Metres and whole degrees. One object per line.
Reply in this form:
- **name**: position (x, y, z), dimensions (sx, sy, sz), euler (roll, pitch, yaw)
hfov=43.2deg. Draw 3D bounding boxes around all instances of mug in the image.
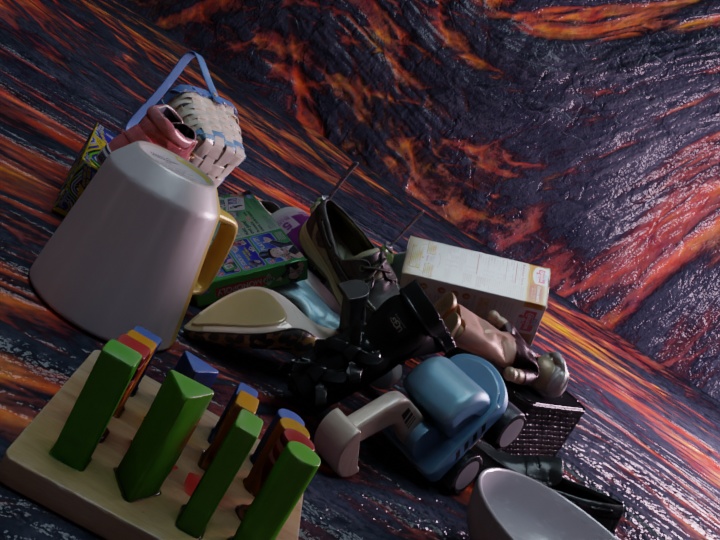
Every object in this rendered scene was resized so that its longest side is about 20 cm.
- **mug**: position (-0.204, -0.036, 0.859), dimensions (0.148, 0.155, 0.187), euler (29, 11, -5)

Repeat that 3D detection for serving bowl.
- **serving bowl**: position (0.172, 0.266, 0.811), dimensions (0.198, 0.066, 0.200), euler (30, 11, -7)

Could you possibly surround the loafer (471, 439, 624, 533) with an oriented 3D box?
- **loafer**: position (0.197, 0.232, 1.003), dimensions (0.199, 0.071, 0.068), euler (32, 11, -2)

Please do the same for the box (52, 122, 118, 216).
- **box**: position (-0.314, -0.115, 1.096), dimensions (0.064, 0.071, 0.200), euler (32, 11, -21)

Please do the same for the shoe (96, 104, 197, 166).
- **shoe**: position (-0.216, -0.124, 1.042), dimensions (0.072, 0.091, 0.200), euler (50, 5, 14)

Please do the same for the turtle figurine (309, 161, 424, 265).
- **turtle figurine**: position (-0.021, -0.052, 1.307), dimensions (0.142, 0.204, 0.192), euler (0, 7, -42)

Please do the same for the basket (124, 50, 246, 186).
- **basket**: position (-0.266, -0.200, 1.336), dimensions (0.138, 0.176, 0.202), euler (13, 40, -54)

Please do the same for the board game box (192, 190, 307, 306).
- **board game box**: position (-0.161, -0.032, 1.089), dimensions (0.132, 0.030, 0.200), euler (-15, 34, -20)

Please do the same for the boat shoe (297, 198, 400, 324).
- **boat shoe**: position (0.000, -0.001, 1.060), dimensions (0.071, 0.066, 0.201), euler (-19, 59, -39)

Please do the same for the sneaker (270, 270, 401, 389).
- **sneaker**: position (-0.044, 0.079, 1.059), dimensions (0.199, 0.074, 0.082), euler (39, 42, 10)

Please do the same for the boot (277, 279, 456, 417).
- **boot**: position (0.010, 0.084, 0.917), dimensions (0.074, 0.161, 0.198), euler (56, 3, 14)

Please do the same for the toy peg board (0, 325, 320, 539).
- **toy peg board**: position (-0.113, 0.109, 0.640), dimensions (0.198, 0.099, 0.199), euler (31, 12, -7)

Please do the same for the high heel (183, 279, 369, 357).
- **high heel**: position (-0.086, 0.086, 0.959), dimensions (0.196, 0.144, 0.072), euler (-8, 43, -16)

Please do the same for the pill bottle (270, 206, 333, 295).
- **pill bottle**: position (-0.046, 0.014, 1.164), dimensions (0.199, 0.113, 0.112), euler (38, 13, 28)

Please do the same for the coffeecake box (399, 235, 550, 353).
- **coffeecake box**: position (0.148, 0.049, 1.267), dimensions (0.196, 0.155, 0.074), euler (14, 50, 4)

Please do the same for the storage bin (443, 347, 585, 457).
- **storage bin**: position (0.183, 0.171, 1.164), dimensions (0.135, 0.095, 0.199), euler (40, 13, 35)

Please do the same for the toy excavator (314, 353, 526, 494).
- **toy excavator**: position (0.056, 0.143, 0.891), dimensions (0.100, 0.194, 0.201), euler (40, -14, 37)

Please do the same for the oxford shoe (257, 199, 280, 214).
- **oxford shoe**: position (-0.176, -0.083, 1.361), dimensions (0.075, 0.058, 0.199), euler (37, 14, 16)

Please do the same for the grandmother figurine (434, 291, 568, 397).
- **grandmother figurine**: position (0.172, 0.095, 1.090), dimensions (0.198, 0.060, 0.123), euler (30, 39, -24)

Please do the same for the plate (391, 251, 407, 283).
- **plate**: position (0.107, 0.048, 1.373), dimensions (0.198, 0.201, 0.026), euler (31, 56, -5)
